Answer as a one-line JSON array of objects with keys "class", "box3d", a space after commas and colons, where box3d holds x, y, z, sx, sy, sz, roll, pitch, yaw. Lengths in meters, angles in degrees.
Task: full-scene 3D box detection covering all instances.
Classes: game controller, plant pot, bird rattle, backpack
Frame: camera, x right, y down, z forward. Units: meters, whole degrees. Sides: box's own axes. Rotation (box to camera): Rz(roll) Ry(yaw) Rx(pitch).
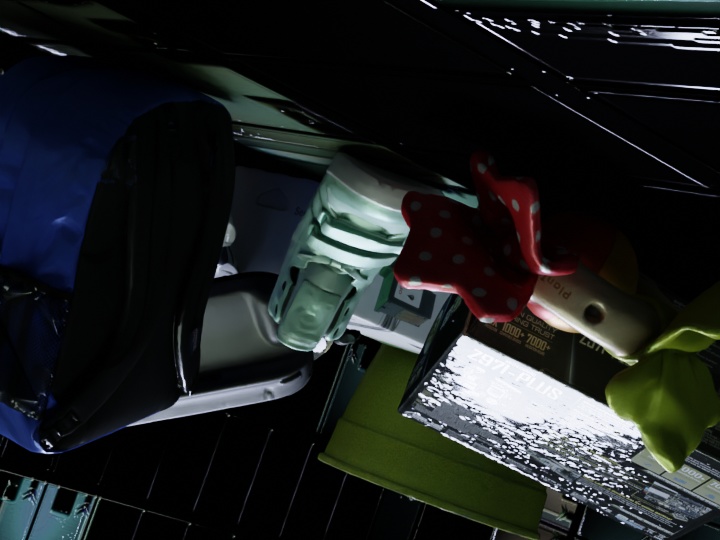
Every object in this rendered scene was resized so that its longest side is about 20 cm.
[{"class": "game controller", "box3d": [-0.134, 0.057, 1.110, 0.198, 0.105, 0.042, -11, -151, 3]}, {"class": "plant pot", "box3d": [0.090, 0.103, 1.367, 0.199, 0.194, 0.200, 20, 175, 2]}, {"class": "bird rattle", "box3d": [0.106, 0.010, 0.826, 0.199, 0.113, 0.163, 23, -168, -7]}, {"class": "backpack", "box3d": [-0.171, -0.023, 0.915, 0.167, 0.201, 0.162, 23, -161, 16]}]

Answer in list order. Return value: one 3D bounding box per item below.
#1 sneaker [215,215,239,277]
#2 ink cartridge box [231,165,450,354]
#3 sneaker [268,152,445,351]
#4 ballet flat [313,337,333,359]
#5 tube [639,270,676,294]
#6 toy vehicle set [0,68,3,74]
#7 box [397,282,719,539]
[{"class": "sneaker", "box3d": [-0.145, -0.043, 1.138, 0.079, 0.130, 0.199, -22, 162, -11]}, {"class": "ink cartridge box", "box3d": [0.000, 0.000, 1.217, 0.199, 0.085, 0.146, 23, 174, -37]}, {"class": "sneaker", "box3d": [-0.007, -0.003, 0.992, 0.073, 0.119, 0.200, 22, 174, -6]}, {"class": "ballet flat", "box3d": [-0.074, 0.034, 1.205, 0.066, 0.057, 0.200, 42, 161, -22]}, {"class": "tube", "box3d": [0.130, 0.008, 1.031, 0.077, 0.051, 0.200, 22, 169, -20]}, {"class": "toy vehicle set", "box3d": [-0.309, -0.054, 1.196, 0.026, 0.201, 0.124, 19, 175, -10]}, {"class": "box", "box3d": [0.142, 0.072, 0.982, 0.199, 0.086, 0.164, 26, 156, -1]}]
